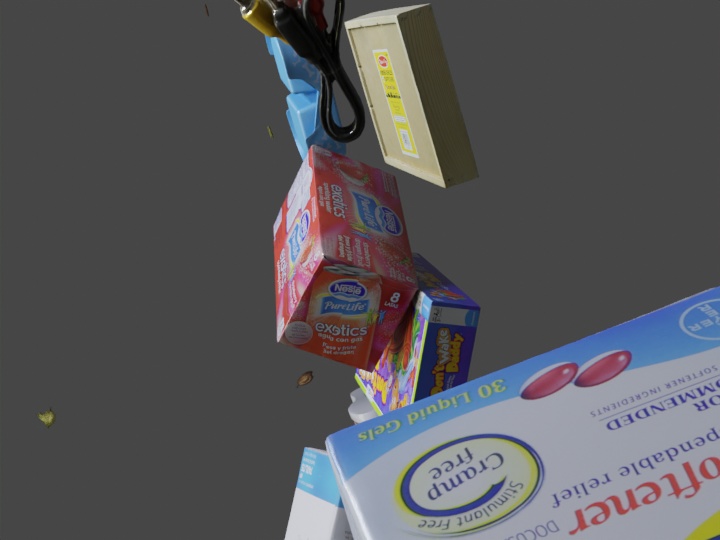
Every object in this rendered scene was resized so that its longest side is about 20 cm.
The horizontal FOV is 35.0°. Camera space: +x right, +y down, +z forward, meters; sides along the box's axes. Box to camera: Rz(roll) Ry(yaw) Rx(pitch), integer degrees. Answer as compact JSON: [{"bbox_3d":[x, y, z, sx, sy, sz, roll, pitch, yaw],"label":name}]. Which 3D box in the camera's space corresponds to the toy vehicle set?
[{"bbox_3d":[0.035,-0.137,0.879,0.200,0.026,0.125,-136,28,-74],"label":"toy vehicle set"}]

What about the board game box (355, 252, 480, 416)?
[{"bbox_3d":[0.047,0.069,1.034,0.200,0.044,0.136,-133,51,-72],"label":"board game box"}]

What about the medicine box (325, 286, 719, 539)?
[{"bbox_3d":[0.103,0.113,0.380,0.200,0.181,0.104,-124,16,-64],"label":"medicine box"}]

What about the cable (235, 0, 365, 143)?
[{"bbox_3d":[-0.036,-0.217,1.108,0.200,0.097,0.051,51,-162,-40],"label":"cable"}]

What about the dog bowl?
[{"bbox_3d":[-0.064,-0.212,1.343,0.112,0.049,0.201,-122,16,-61],"label":"dog bowl"}]

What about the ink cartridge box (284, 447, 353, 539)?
[{"bbox_3d":[0.006,0.299,1.165,0.146,0.146,0.202,172,113,-70],"label":"ink cartridge box"}]

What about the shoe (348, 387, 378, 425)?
[{"bbox_3d":[0.027,0.233,1.739,0.200,0.071,0.092,-134,25,-86],"label":"shoe"}]

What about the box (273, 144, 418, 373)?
[{"bbox_3d":[-0.018,-0.015,1.039,0.201,0.095,0.100,-98,32,-56],"label":"box"}]
